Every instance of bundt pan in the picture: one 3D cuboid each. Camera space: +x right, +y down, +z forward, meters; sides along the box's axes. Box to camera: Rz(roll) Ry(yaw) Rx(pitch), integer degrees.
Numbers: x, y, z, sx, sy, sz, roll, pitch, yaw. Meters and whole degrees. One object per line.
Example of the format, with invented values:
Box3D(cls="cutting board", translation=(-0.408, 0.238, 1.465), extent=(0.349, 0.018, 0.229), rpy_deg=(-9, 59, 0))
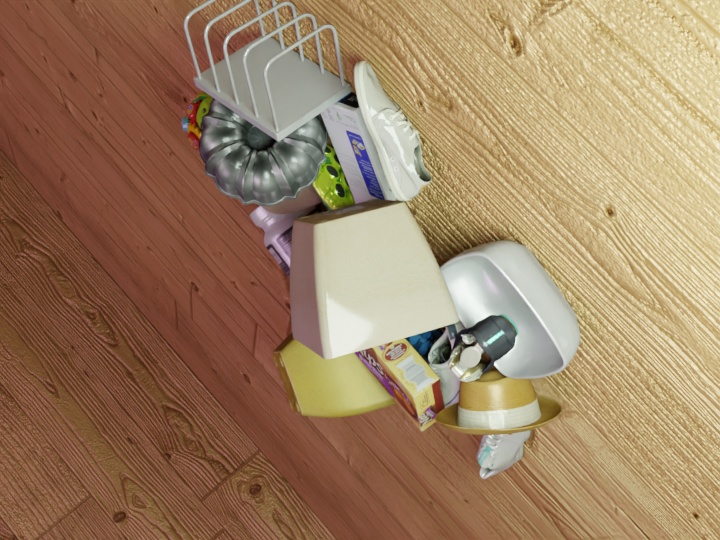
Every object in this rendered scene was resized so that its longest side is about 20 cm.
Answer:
Box3D(cls="bundt pan", translation=(-0.149, -0.200, 1.603), extent=(0.202, 0.202, 0.076), rpy_deg=(49, 177, 7))

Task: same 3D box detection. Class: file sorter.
Box3D(cls="file sorter", translation=(-0.136, -0.305, 1.516), extent=(0.200, 0.139, 0.125), rpy_deg=(36, 152, 35))

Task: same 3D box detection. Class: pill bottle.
Box3D(cls="pill bottle", translation=(-0.097, -0.045, 1.884), extent=(0.200, 0.116, 0.116), rpy_deg=(53, 159, -2))

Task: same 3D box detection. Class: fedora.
Box3D(cls="fedora", translation=(0.201, 0.182, 1.587), extent=(0.200, 0.200, 0.082), rpy_deg=(9, 105, 60))

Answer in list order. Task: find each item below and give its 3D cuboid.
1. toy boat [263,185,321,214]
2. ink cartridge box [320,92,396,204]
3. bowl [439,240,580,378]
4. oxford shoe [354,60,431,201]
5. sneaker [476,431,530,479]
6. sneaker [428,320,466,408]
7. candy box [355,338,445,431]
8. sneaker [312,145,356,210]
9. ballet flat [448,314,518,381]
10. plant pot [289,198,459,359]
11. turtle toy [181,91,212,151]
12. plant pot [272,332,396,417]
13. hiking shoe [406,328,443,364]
Box3D(cls="toy boat", translation=(-0.136, -0.189, 1.742), extent=(0.200, 0.130, 0.131), rpy_deg=(43, -142, -52))
Box3D(cls="ink cartridge box", translation=(0.004, -0.169, 1.584), extent=(0.099, 0.039, 0.201), rpy_deg=(27, 147, 46))
Box3D(cls="bowl", translation=(0.207, 0.045, 1.463), extent=(0.200, 0.075, 0.200), rpy_deg=(53, 160, -4))
Box3D(cls="oxford shoe", translation=(0.045, -0.191, 1.449), extent=(0.057, 0.075, 0.201), rpy_deg=(-16, 107, 23))
Box3D(cls="sneaker", translation=(0.228, 0.287, 1.791), extent=(0.075, 0.088, 0.200), rpy_deg=(39, 156, 32))
Box3D(cls="sneaker", translation=(0.137, 0.140, 1.662), extent=(0.201, 0.070, 0.073), rpy_deg=(105, 161, -44))
Box3D(cls="candy box", translation=(0.052, 0.145, 1.701), extent=(0.200, 0.056, 0.117), rpy_deg=(47, 163, 32))
Box3D(cls="sneaker", translation=(-0.033, -0.107, 1.708), extent=(0.201, 0.074, 0.083), rpy_deg=(57, 154, -15))
Box3D(cls="ballet flat", translation=(0.155, 0.114, 1.485), extent=(0.073, 0.073, 0.200), rpy_deg=(49, 159, 7))
Box3D(cls="plant pot", translation=(0.000, 0.000, 1.525), extent=(0.200, 0.199, 0.178), rpy_deg=(-160, 56, -72))
Box3D(cls="turtle toy", translation=(-0.249, -0.256, 1.872), extent=(0.146, 0.101, 0.200), rpy_deg=(52, 159, -1))
Box3D(cls="plant pot", translation=(-0.041, 0.163, 1.887), extent=(0.195, 0.199, 0.195), rpy_deg=(159, 91, -78))
Box3D(cls="hiking shoe", translation=(0.128, 0.120, 1.752), extent=(0.086, 0.075, 0.200), rpy_deg=(6, 148, 39))
